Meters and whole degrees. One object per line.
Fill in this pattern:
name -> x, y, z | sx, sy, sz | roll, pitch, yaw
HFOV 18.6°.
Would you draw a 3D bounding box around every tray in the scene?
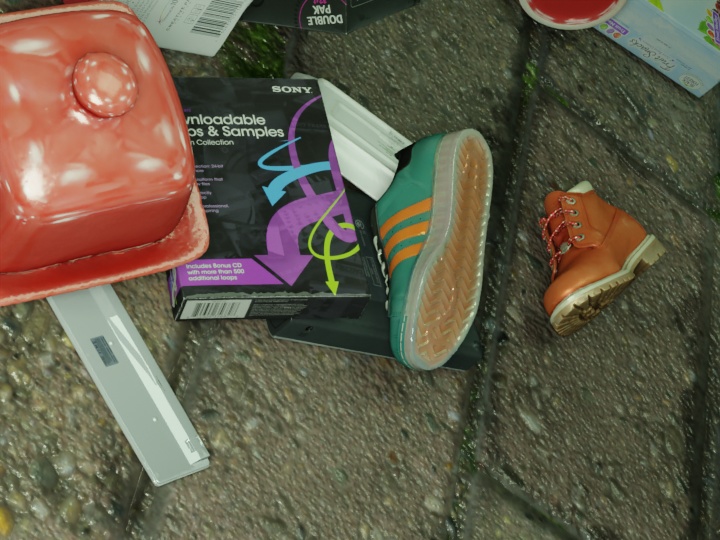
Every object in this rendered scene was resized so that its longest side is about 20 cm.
tray -> 0.020, -0.089, 1.763 | 0.200, 0.022, 0.107 | 36, 26, -4

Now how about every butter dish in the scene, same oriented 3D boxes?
butter dish -> -0.188, -0.097, 1.433 | 0.200, 0.148, 0.200 | -13, 79, -30

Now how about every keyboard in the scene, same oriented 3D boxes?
keyboard -> -0.168, 0.053, 1.486 | 0.056, 0.011, 0.200 | -19, 73, -47

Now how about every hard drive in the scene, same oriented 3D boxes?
hard drive -> 0.000, 0.000, 1.692 | 0.200, 0.033, 0.140 | 12, 50, -41

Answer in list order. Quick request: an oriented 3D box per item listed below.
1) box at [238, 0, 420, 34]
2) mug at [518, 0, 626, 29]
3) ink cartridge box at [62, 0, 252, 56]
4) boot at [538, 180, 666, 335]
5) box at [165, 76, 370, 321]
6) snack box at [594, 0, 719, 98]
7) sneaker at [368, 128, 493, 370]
box -> -0.043, -0.301, 1.740 | 0.124, 0.148, 0.200 | -31, 127, -53
mug -> 0.220, -0.350, 2.129 | 0.133, 0.177, 0.200 | 42, 38, -39
ink cartridge box -> -0.195, -0.267, 1.649 | 0.175, 0.084, 0.200 | 6, 44, -44
boot -> 0.183, -0.014, 1.877 | 0.107, 0.075, 0.200 | 48, 27, 2
box -> -0.082, -0.055, 1.610 | 0.143, 0.036, 0.200 | -1, 56, -21
snack box -> 0.302, -0.298, 2.252 | 0.169, 0.068, 0.200 | 30, 39, -26
sneaker -> 0.045, -0.012, 1.675 | 0.071, 0.080, 0.200 | 39, 54, -41
